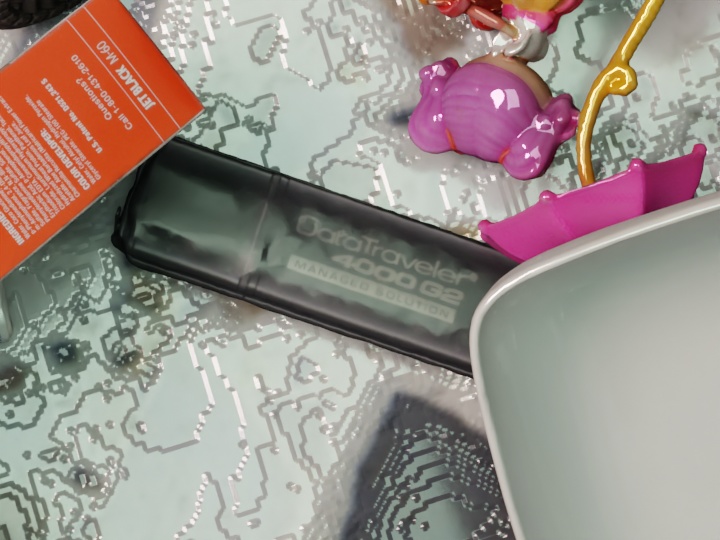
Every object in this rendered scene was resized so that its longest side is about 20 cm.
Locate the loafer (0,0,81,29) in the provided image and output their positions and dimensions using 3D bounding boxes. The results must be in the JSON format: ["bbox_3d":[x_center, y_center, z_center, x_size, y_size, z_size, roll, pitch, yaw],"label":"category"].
[{"bbox_3d":[-0.100,-0.182,1.141,0.071,0.073,0.200,37,77,11],"label":"loafer"}]

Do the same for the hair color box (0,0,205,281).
[{"bbox_3d":[-0.162,-0.012,1.055,0.200,0.111,0.064,-43,98,-25],"label":"hair color box"}]

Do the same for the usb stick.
[{"bbox_3d":[0.000,0.000,1.141,0.199,0.033,0.056,19,76,-2],"label":"usb stick"}]

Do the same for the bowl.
[{"bbox_3d":[0.153,0.060,1.084,0.199,0.075,0.201,-17,104,8],"label":"bowl"}]

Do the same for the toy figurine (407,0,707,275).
[{"bbox_3d":[0.080,-0.095,1.122,0.199,0.150,0.185,20,92,20],"label":"toy figurine"}]

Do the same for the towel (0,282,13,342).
[{"bbox_3d":[-0.245,-0.020,1.129,0.199,0.024,0.148,-14,84,-6],"label":"towel"}]
